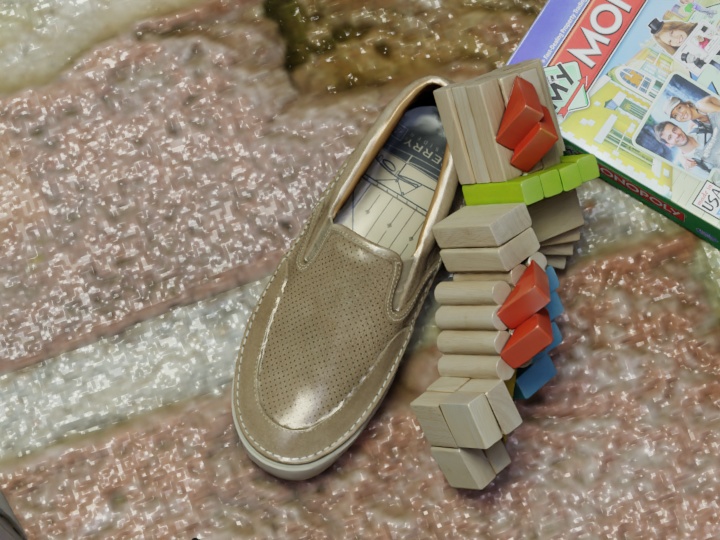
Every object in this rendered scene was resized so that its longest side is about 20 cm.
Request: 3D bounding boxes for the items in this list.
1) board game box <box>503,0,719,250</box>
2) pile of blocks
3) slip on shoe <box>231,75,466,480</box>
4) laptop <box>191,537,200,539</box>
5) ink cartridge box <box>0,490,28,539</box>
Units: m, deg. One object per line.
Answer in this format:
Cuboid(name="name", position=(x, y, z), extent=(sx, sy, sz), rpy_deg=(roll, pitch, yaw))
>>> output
Cuboid(name="board game box", position=(0.169, -0.127, 1.264), extent=(0.134, 0.029, 0.201), rpy_deg=(31, 77, 12))
Cuboid(name="pile of blocks", position=(0.077, 0.000, 1.192), extent=(0.082, 0.062, 0.202), rpy_deg=(7, 86, -33))
Cuboid(name="slip on shoe", position=(0.000, 0.000, 1.218), extent=(0.076, 0.061, 0.201), rpy_deg=(29, 76, 13))
Cuboid(name="laptop", position=(-0.068, 0.252, 1.090), extent=(0.200, 0.103, 0.177), rpy_deg=(-45, 51, -10))
Cuboid(name="ink cartridge box", position=(-0.264, 0.076, 1.203), extent=(0.146, 0.083, 0.201), rpy_deg=(-31, 72, -5))
